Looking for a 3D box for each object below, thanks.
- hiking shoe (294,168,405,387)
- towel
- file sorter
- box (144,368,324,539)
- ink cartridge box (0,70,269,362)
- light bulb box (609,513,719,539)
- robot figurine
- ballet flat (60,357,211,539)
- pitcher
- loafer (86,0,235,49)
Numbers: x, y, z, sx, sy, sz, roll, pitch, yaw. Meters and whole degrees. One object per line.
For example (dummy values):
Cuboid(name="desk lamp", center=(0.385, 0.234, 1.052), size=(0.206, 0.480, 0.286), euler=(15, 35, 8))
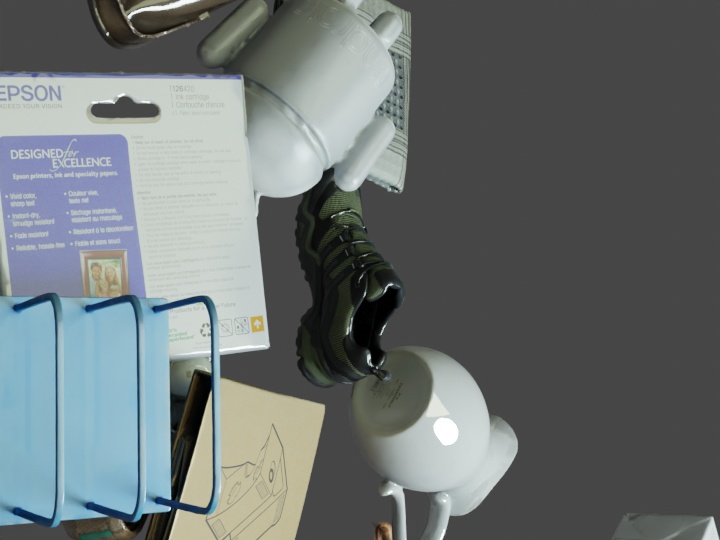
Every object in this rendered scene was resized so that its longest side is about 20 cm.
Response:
Cuboid(name="hiking shoe", center=(0.000, 0.000, 0.994), size=(0.075, 0.100, 0.203), euler=(9, 79, -53))
Cuboid(name="towel", center=(-0.012, -0.189, 1.059), size=(0.199, 0.034, 0.195), euler=(19, 70, -49))
Cuboid(name="file sorter", center=(-0.189, 0.081, 0.664), size=(0.198, 0.122, 0.141), euler=(2, 84, -29))
Cuboid(name="box", center=(-0.091, 0.167, 0.848), size=(0.200, 0.021, 0.165), euler=(31, 72, -64))
Cuboid(name="ink cartridge box", center=(-0.163, -0.034, 0.794), size=(0.196, 0.047, 0.203), euler=(-5, 87, -35))
Cuboid(name="light bulb box", center=(0.375, 0.441, 1.405), size=(0.198, 0.124, 0.202), euler=(-41, 118, -48))
Cuboid(name="robot figurine", center=(-0.050, -0.142, 0.916), size=(0.169, 0.113, 0.201), euler=(39, 74, -6))
Cuboid(name="ballet flat", center=(-0.139, 0.114, 0.824), size=(0.068, 0.067, 0.201), euler=(53, 46, -33))
Cuboid(name="pitcher", center=(0.056, 0.172, 1.047), size=(0.173, 0.120, 0.200), euler=(-62, 144, -16))
Cuboid(name="loafer", center=(-0.131, -0.231, 0.879), size=(0.200, 0.070, 0.074), euler=(-44, 119, -46))
